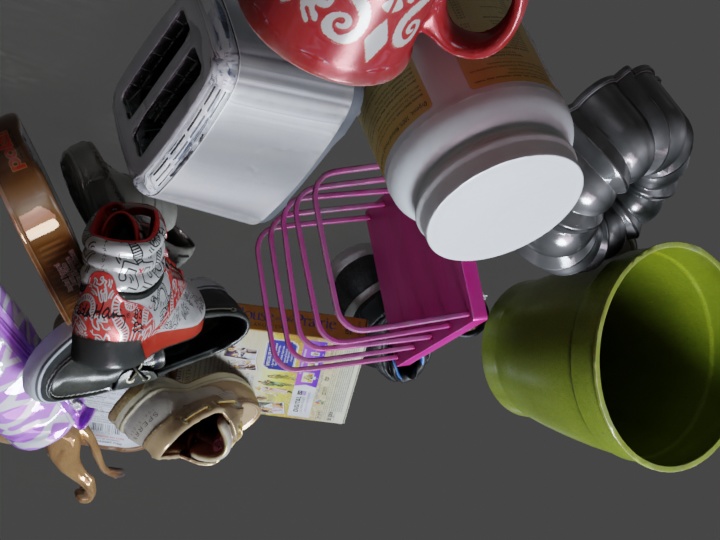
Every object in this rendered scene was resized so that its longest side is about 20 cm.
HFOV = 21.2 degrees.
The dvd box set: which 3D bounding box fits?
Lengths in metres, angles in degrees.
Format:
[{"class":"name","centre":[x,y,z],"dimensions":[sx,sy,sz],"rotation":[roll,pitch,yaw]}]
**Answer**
[{"class":"dvd box set","centre":[-0.101,0.080,1.712],"dimensions":[0.198,0.030,0.147],"rotation":[7,145,-5]}]

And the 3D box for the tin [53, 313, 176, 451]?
[{"class":"tin","centre":[-0.216,0.096,1.679],"dimensions":[0.111,0.042,0.201],"rotation":[6,144,-7]}]

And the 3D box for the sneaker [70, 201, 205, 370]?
[{"class":"sneaker","centre":[-0.158,-0.001,1.446],"dimensions":[0.067,0.109,0.201],"rotation":[10,-166,12]}]

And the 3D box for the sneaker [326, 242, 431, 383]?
[{"class":"sneaker","centre":[0.024,0.069,1.767],"dimensions":[0.073,0.112,0.200],"rotation":[-29,150,-5]}]

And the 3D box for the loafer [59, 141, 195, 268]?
[{"class":"loafer","centre":[-0.180,-0.049,1.501],"dimensions":[0.069,0.070,0.200],"rotation":[-29,156,-3]}]

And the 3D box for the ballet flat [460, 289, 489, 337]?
[{"class":"ballet flat","centre":[0.075,0.009,1.757],"dimensions":[0.073,0.073,0.200],"rotation":[-26,150,7]}]

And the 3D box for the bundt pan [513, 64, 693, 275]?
[{"class":"bundt pan","centre":[0.206,-0.074,1.640],"dimensions":[0.201,0.076,0.202],"rotation":[-36,156,-19]}]

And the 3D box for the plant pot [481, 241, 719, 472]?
[{"class":"plant pot","centre":[0.219,0.074,1.764],"dimensions":[0.199,0.202,0.192],"rotation":[4,178,-38]}]

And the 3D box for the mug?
[{"class":"mug","centre":[0.033,-0.239,1.276],"dimensions":[0.176,0.134,0.201],"rotation":[4,137,-29]}]

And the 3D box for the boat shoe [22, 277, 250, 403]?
[{"class":"boat shoe","centre":[-0.176,0.059,1.542],"dimensions":[0.199,0.056,0.069],"rotation":[-25,132,-35]}]

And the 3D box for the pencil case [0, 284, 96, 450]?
[{"class":"pencil case","centre":[-0.292,0.064,1.536],"dimensions":[0.085,0.084,0.200],"rotation":[9,148,36]}]

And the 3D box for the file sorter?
[{"class":"file sorter","centre":[0.000,0.000,1.562],"dimensions":[0.124,0.140,0.200],"rotation":[-8,170,-18]}]

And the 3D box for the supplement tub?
[{"class":"supplement tub","centre":[0.070,-0.123,1.410],"dimensions":[0.143,0.201,0.145],"rotation":[-16,150,-10]}]

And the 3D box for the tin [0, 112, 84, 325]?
[{"class":"tin","centre":[-0.237,-0.038,1.431],"dimensions":[0.042,0.112,0.200],"rotation":[-28,152,-8]}]

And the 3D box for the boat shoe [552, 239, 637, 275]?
[{"class":"boat shoe","centre":[0.215,0.013,1.885],"dimensions":[0.066,0.057,0.201],"rotation":[23,134,-3]}]

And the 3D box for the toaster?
[{"class":"toaster","centre":[-0.090,-0.124,1.390],"dimensions":[0.128,0.114,0.200],"rotation":[7,141,-37]}]

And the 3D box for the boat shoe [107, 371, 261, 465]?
[{"class":"boat shoe","centre":[-0.137,0.134,1.636],"dimensions":[0.074,0.069,0.200],"rotation":[-49,159,17]}]

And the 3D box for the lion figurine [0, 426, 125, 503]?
[{"class":"lion figurine","centre":[-0.297,0.131,1.658],"dimensions":[0.198,0.073,0.123],"rotation":[7,137,-8]}]
